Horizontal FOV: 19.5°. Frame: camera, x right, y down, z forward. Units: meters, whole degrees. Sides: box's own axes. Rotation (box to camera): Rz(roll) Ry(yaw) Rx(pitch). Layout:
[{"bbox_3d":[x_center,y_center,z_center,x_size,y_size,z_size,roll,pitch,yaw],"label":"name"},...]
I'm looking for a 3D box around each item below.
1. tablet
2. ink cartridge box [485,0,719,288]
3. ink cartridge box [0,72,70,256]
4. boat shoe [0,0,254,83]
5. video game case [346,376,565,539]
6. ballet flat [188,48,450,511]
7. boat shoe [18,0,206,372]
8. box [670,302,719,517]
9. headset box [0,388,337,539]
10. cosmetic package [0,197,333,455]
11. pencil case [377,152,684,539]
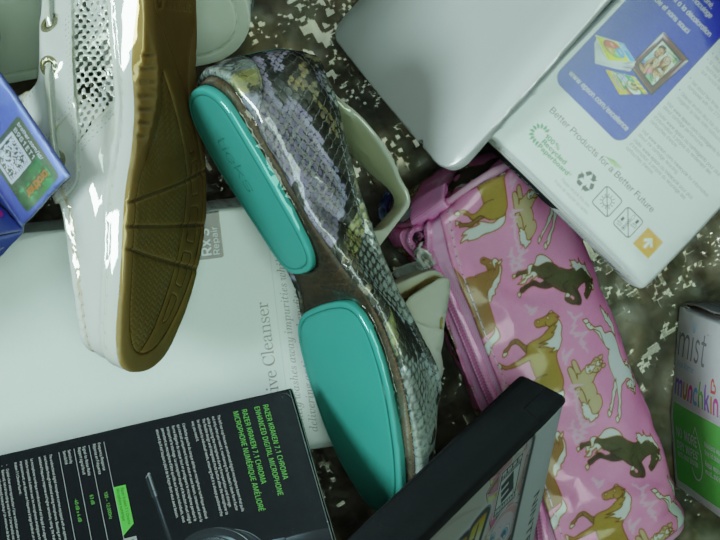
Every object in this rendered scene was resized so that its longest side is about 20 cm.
[{"bbox_3d":[0.076,-0.146,0.886,0.014,0.130,0.200,32,105,-39],"label":"tablet"},{"bbox_3d":[0.151,-0.096,0.886,0.095,0.037,0.200,44,91,-9],"label":"ink cartridge box"},{"bbox_3d":[-0.213,-0.022,0.847,0.200,0.042,0.119,-41,78,29],"label":"ink cartridge box"},{"bbox_3d":[-0.144,-0.126,0.910,0.199,0.062,0.073,1,132,3],"label":"boat shoe"},{"bbox_3d":[0.013,0.163,0.858,0.025,0.200,0.181,25,128,23],"label":"video game case"},{"bbox_3d":[0.000,0.000,0.857,0.072,0.072,0.201,-24,99,-5],"label":"ballet flat"},{"bbox_3d":[-0.106,-0.060,0.849,0.069,0.071,0.201,1,89,19],"label":"boat shoe"},{"bbox_3d":[0.248,0.067,0.912,0.176,0.200,0.097,-1,97,-9],"label":"box"},{"bbox_3d":[-0.094,0.153,0.882,0.199,0.093,0.174,-12,139,-8],"label":"headset box"},{"bbox_3d":[-0.098,0.029,0.915,0.199,0.081,0.113,-9,96,-8],"label":"cosmetic package"},{"bbox_3d":[0.079,0.045,0.944,0.086,0.083,0.200,-25,100,-6],"label":"pencil case"}]
